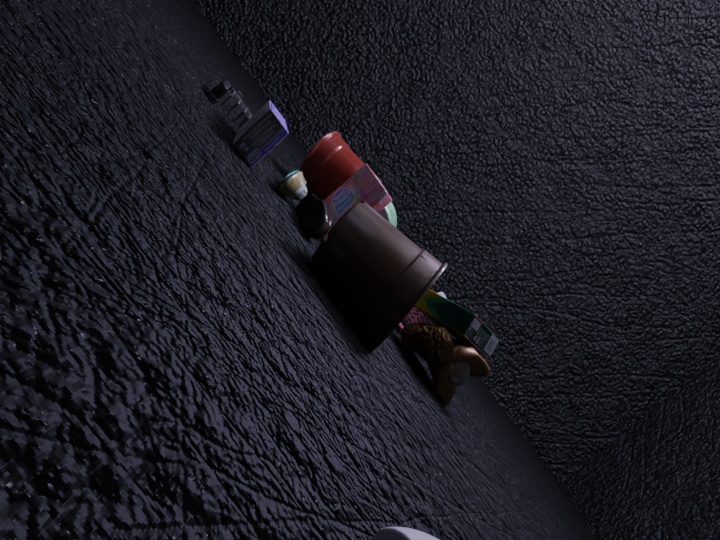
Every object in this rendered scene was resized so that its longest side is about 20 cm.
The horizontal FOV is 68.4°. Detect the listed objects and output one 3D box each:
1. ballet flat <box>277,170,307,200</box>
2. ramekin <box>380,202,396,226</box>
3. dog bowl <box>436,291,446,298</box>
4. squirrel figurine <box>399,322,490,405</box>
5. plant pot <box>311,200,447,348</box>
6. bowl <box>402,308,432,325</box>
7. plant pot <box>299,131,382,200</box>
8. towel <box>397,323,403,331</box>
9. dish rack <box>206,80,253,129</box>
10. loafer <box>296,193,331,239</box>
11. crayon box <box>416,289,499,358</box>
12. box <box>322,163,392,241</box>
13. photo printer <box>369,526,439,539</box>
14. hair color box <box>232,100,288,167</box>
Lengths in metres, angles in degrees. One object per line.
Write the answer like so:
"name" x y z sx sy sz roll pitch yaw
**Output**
"ballet flat" -0.153 -0.198 1.247 0.071 0.070 0.200 49 5 -12
"ramekin" 0.015 -0.149 1.654 0.202 0.198 0.098 50 14 -3
"dog bowl" 0.264 0.182 1.792 0.200 0.076 0.208 165 -89 -90
"squirrel figurine" 0.184 0.187 1.286 0.202 0.140 0.187 51 -1 -26
"plant pot" 0.026 -0.005 0.975 0.198 0.201 0.200 44 6 5
"bowl" 0.160 0.140 1.533 0.202 0.093 0.201 51 6 -7
"plant pot" -0.050 -0.252 1.520 0.194 0.203 0.200 39 4 12
"towel" 0.065 0.088 1.460 0.145 0.022 0.202 50 8 -42
"dish rack" -0.288 -0.375 1.305 0.202 0.054 0.154 52 7 -23
"loafer" -0.093 -0.118 1.195 0.071 0.073 0.201 46 8 -25
"crayon box" 0.233 0.125 1.303 0.170 0.059 0.199 32 -5 38
"box" -0.026 -0.156 1.327 0.096 0.198 0.102 51 8 8
"photo printer" 0.070 0.259 0.308 0.167 0.069 0.202 48 8 -34
"hair color box" -0.216 -0.301 1.151 0.065 0.108 0.201 48 8 -22
